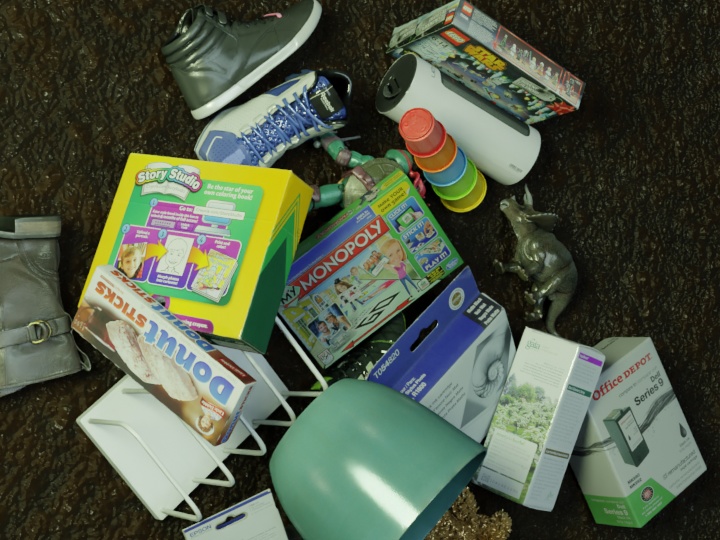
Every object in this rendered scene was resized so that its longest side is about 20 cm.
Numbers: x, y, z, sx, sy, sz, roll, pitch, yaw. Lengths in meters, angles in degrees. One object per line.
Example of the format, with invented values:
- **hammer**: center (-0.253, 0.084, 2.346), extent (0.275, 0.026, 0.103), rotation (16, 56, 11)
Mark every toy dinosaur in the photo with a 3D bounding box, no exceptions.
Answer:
- **toy dinosaur**: center (0.233, 0.000, 1.536), extent (0.102, 0.077, 0.200), rotation (-37, 103, -21)

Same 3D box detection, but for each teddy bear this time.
- **teddy bear**: center (0.090, 0.307, 1.409), extent (0.145, 0.067, 0.200), rotation (-50, 125, -4)

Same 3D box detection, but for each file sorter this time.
- **file sorter**: center (-0.155, 0.140, 1.260), extent (0.200, 0.124, 0.139), rotation (-43, 107, -26)

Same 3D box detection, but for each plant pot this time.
- **plant pot**: center (0.005, 0.207, 1.262), extent (0.161, 0.201, 0.201), rotation (40, 63, 14)

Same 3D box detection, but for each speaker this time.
- **speaker**: center (0.117, -0.179, 1.477), extent (0.200, 0.081, 0.081), rotation (27, 73, -26)

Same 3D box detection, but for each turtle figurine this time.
- **turtle figurine**: center (-0.008, -0.091, 1.388), extent (0.200, 0.101, 0.150), rotation (-35, 104, -23)

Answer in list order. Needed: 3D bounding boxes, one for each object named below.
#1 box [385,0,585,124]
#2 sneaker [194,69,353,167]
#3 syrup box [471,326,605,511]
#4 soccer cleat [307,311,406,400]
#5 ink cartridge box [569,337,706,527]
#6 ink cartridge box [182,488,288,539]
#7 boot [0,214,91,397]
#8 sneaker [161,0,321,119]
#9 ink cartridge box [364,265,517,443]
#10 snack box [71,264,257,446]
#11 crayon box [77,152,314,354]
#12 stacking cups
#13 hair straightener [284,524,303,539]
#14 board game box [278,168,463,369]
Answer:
- **box**: center (0.148, -0.240, 1.466), extent (0.200, 0.137, 0.040), rotation (28, 70, -26)
- **sneaker**: center (-0.080, -0.167, 1.334), extent (0.199, 0.115, 0.081), rotation (-41, 106, -27)
- **syrup box**: center (0.213, 0.177, 1.473), extent (0.081, 0.079, 0.200), rotation (23, 86, -52)
- **soccer cleat**: center (-0.008, 0.126, 1.386), extent (0.081, 0.067, 0.200), rotation (30, 74, -24)
- **ink cartridge box**: center (0.335, 0.204, 1.577), extent (0.146, 0.084, 0.200), rotation (-32, 102, -30)
- **ink cartridge box**: center (-0.116, 0.312, 1.272), extent (0.099, 0.039, 0.200), rotation (-22, 120, -15)
- **boot**: center (-0.361, 0.038, 1.179), extent (0.200, 0.069, 0.174), rotation (-6, 97, -25)
- **sneaker**: center (-0.130, -0.261, 1.336), extent (0.200, 0.071, 0.099), rotation (-44, 113, -22)
- **ink cartridge box**: center (0.104, 0.130, 1.422), extent (0.200, 0.041, 0.200), rotation (-46, 134, -25)
- **snack box**: center (-0.188, 0.078, 1.164), extent (0.024, 0.200, 0.072), rotation (-8, 130, -61)
- **crayon box**: center (-0.164, -0.021, 1.225), extent (0.058, 0.200, 0.173), rotation (40, 63, -58)
- **stacking cups**: center (0.095, -0.125, 1.404), extent (0.200, 0.060, 0.061), rotation (44, 58, -66)
- **hair straightener**: center (-0.025, 0.267, 1.372), extent (0.200, 0.041, 0.077), rotation (-19, 106, -31)
- **board game box**: center (0.000, 0.000, 1.359), extent (0.200, 0.029, 0.135), rotation (-38, 122, -2)
